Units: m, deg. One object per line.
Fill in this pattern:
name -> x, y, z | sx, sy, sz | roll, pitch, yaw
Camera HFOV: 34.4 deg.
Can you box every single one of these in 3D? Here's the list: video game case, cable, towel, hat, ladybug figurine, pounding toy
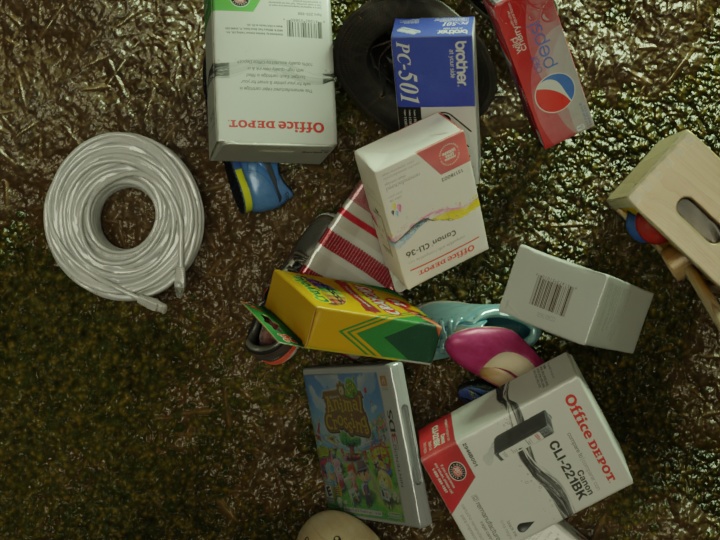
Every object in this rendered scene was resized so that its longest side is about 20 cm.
video game case -> 0.003, 0.201, 1.363 | 0.022, 0.199, 0.186 | -11, 91, -32
cable -> -0.286, -0.065, 1.427 | 0.196, 0.069, 0.204 | 15, 92, 4
towel -> 0.000, 0.000, 1.388 | 0.143, 0.023, 0.202 | 32, 94, -37
hat -> 0.068, -0.255, 1.382 | 0.197, 0.082, 0.203 | 7, 131, 8
ladybug figurine -> -0.019, 0.388, 1.396 | 0.134, 0.072, 0.203 | -13, 106, 24
pounding toy -> 0.381, -0.034, 1.319 | 0.200, 0.184, 0.142 | 44, 94, 2

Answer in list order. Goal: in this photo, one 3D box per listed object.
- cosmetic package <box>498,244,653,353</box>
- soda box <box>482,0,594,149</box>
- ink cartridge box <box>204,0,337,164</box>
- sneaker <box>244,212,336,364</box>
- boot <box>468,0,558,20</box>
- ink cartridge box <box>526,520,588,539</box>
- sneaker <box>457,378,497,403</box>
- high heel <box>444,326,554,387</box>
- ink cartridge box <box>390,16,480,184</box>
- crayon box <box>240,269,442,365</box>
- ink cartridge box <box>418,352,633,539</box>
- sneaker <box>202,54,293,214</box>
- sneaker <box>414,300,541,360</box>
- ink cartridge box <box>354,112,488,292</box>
cosmetic package -> 0.247, 0.035, 1.313 | 0.111, 0.199, 0.083 | 21, 95, 27
soda box -> 0.204, -0.245, 1.338 | 0.069, 0.064, 0.202 | -25, 125, 5
ink cartridge box -> -0.108, -0.232, 1.361 | 0.143, 0.084, 0.204 | 0, 79, -15
sneaker -> -0.076, 0.023, 1.400 | 0.076, 0.082, 0.203 | 27, 93, 20
boot -> 0.145, -0.354, 1.343 | 0.202, 0.154, 0.074 | 38, 94, 3
ink cartridge box -> 0.233, 0.387, 1.392 | 0.199, 0.083, 0.146 | 39, 93, 3
sneaker -> 0.195, 0.203, 1.398 | 0.199, 0.075, 0.079 | 36, 97, 4
high heel -> 0.182, 0.131, 1.335 | 0.198, 0.097, 0.067 | 26, 125, -34
ink cartridge box -> 0.090, -0.193, 1.345 | 0.092, 0.045, 0.202 | 1, 131, 10
crayon box -> -0.022, 0.051, 1.310 | 0.197, 0.127, 0.052 | 9, 105, -31
ink cartridge box -> 0.183, 0.207, 1.298 | 0.198, 0.084, 0.146 | -29, 103, 8
sneaker -> -0.138, -0.171, 1.421 | 0.077, 0.066, 0.204 | -17, 88, -15
sneaker -> 0.120, 0.071, 1.393 | 0.196, 0.082, 0.075 | -9, 90, 4
ink cartridge box -> 0.077, -0.063, 1.342 | 0.115, 0.068, 0.202 | -25, 125, -12
